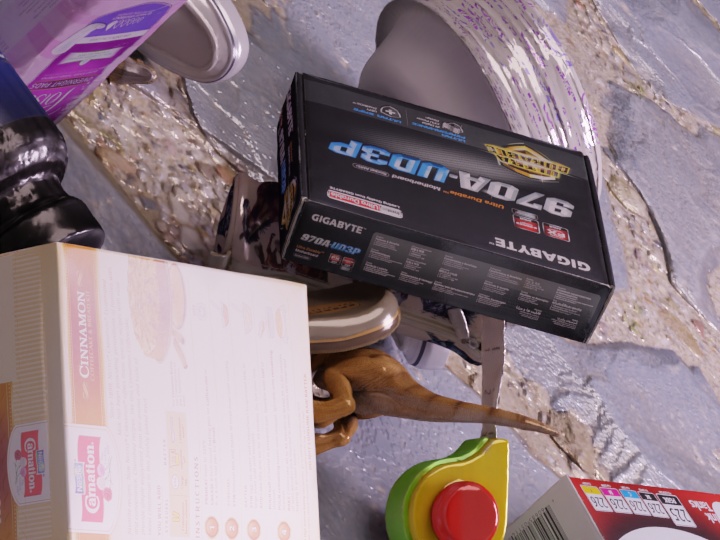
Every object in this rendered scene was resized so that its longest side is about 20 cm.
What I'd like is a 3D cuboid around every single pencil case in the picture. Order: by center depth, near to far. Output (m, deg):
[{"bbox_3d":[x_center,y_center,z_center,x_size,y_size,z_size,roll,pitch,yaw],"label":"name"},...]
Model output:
[{"bbox_3d":[0.000,0.000,1.773,0.199,0.078,0.090,14,26,-13],"label":"pencil case"}]

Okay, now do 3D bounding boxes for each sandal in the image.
[{"bbox_3d":[-0.068,0.024,1.649,0.199,0.054,0.080,-12,23,-27],"label":"sandal"}]

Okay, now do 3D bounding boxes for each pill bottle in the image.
[{"bbox_3d":[-0.229,-0.073,1.553,0.200,0.112,0.112,53,26,11],"label":"pill bottle"}]

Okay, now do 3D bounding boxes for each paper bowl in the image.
[{"bbox_3d":[0.072,-0.102,2.001,0.104,0.201,0.201,-27,70,-18],"label":"paper bowl"}]

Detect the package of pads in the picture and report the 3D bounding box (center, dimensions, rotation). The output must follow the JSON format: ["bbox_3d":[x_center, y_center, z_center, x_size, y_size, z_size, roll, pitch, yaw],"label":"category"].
[{"bbox_3d":[-0.171,-0.155,1.658,0.120,0.200,0.076,-11,66,-57],"label":"package of pads"}]

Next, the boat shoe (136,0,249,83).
[{"bbox_3d":[-0.161,-0.192,1.875,0.200,0.072,0.066,46,28,0],"label":"boat shoe"}]

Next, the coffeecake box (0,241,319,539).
[{"bbox_3d":[-0.112,0.076,1.496,0.200,0.073,0.154,11,73,-52],"label":"coffeecake box"}]

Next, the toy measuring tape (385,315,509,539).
[{"bbox_3d":[0.051,0.109,1.715,0.073,0.073,0.201,11,79,-51],"label":"toy measuring tape"}]

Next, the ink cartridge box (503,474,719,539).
[{"bbox_3d":[0.195,0.228,1.811,0.200,0.084,0.176,11,44,-52],"label":"ink cartridge box"}]

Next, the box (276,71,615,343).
[{"bbox_3d":[0.048,-0.040,1.744,0.199,0.046,0.159,16,30,-11],"label":"box"}]

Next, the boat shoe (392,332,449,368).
[{"bbox_3d":[0.011,-0.022,1.892,0.065,0.072,0.201,-1,59,-21],"label":"boat shoe"}]

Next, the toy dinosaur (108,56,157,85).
[{"bbox_3d":[-0.212,-0.174,1.806,0.200,0.060,0.106,49,6,-19],"label":"toy dinosaur"}]

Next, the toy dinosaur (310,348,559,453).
[{"bbox_3d":[0.007,0.070,1.671,0.200,0.106,0.061,23,-43,49],"label":"toy dinosaur"}]
